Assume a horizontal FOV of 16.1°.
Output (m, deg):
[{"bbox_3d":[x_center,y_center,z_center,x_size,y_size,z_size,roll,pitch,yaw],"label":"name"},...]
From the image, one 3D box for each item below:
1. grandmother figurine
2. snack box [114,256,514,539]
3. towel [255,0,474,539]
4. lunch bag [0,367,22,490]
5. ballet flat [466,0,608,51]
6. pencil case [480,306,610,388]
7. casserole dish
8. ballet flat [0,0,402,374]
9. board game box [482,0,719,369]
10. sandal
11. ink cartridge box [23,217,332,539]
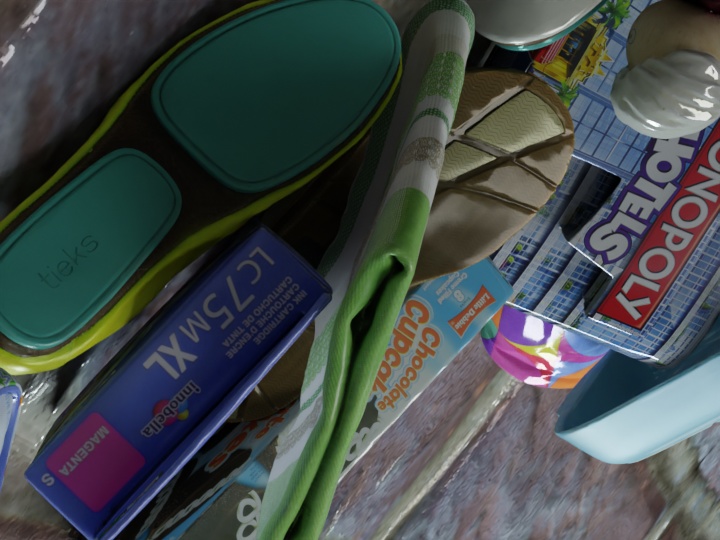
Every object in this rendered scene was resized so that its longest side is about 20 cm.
[{"bbox_3d":[0.147,-0.148,1.017,0.121,0.061,0.200,10,99,-73],"label":"grandmother figurine"},{"bbox_3d":[-0.030,0.068,1.113,0.200,0.037,0.116,-46,-167,-20],"label":"snack box"},{"bbox_3d":[0.000,0.000,0.919,0.200,0.031,0.149,-74,-178,-60],"label":"towel"},{"bbox_3d":[-0.185,0.108,0.832,0.160,0.076,0.200,-37,156,-45],"label":"lunch bag"},{"bbox_3d":[0.103,-0.172,1.049,0.200,0.069,0.069,-47,162,-31],"label":"ballet flat"},{"bbox_3d":[0.114,-0.021,1.310,0.088,0.088,0.200,-42,160,-30],"label":"pencil case"},{"bbox_3d":[0.179,0.037,1.256,0.200,0.039,0.121,-32,-170,42],"label":"casserole dish"},{"bbox_3d":[-0.069,-0.030,0.892,0.200,0.067,0.067,-41,180,-27],"label":"ballet flat"},{"bbox_3d":[0.146,-0.045,1.165,0.200,0.200,0.062,-61,-163,23],"label":"board game box"},{"bbox_3d":[-0.003,-0.018,1.059,0.200,0.080,0.054,-41,-152,10],"label":"sandal"},{"bbox_3d":[-0.065,0.035,0.918,0.119,0.042,0.200,-46,-174,-1],"label":"ink cartridge box"}]
